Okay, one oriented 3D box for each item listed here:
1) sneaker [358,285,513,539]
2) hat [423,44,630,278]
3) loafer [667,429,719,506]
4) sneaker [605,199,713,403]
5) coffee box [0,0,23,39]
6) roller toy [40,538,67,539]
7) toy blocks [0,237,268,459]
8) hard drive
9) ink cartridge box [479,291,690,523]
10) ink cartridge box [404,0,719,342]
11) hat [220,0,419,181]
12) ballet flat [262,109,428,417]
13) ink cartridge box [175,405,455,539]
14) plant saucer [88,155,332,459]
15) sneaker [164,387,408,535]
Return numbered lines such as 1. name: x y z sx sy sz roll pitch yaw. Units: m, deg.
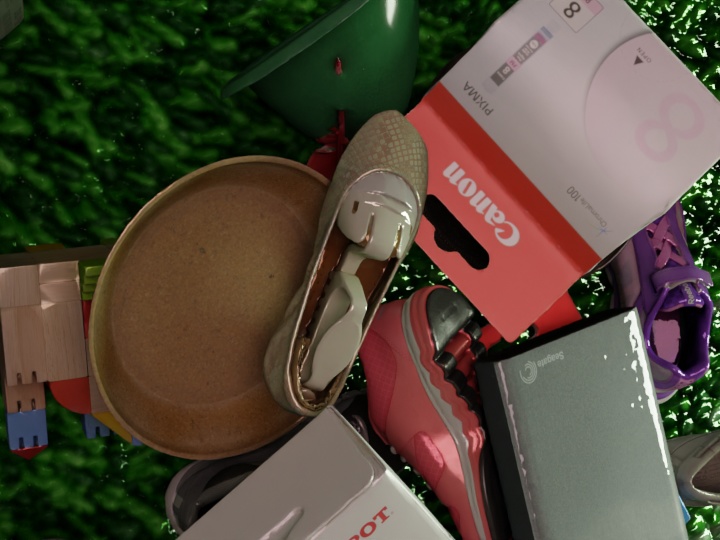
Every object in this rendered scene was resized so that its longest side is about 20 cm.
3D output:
1. sneaker: 0.052 0.106 0.797 0.074 0.087 0.201 -35 110 -53
2. hat: 0.126 -0.095 0.834 0.200 0.081 0.201 0 75 1
3. loafer: 0.318 0.141 0.908 0.199 0.070 0.070 -13 92 -14
4. sneaker: 0.220 0.001 0.878 0.080 0.088 0.201 -5 88 -11
5. coffee box: -0.339 -0.175 0.691 0.198 0.200 0.200 -44 100 -10
6. roller toy: -0.220 0.262 0.717 0.182 0.200 0.140 -31 98 -45
7. toy blocks: -0.160 0.054 0.791 0.199 0.100 0.137 -7 102 -21
8. hard drive: 0.152 0.137 0.793 0.139 0.033 0.201 -17 95 -37
9. ink cartridge box: 0.136 0.121 0.866 0.116 0.067 0.200 -29 96 -13
10. ink cartridge box: 0.120 -0.079 0.768 0.200 0.057 0.163 -42 88 -13
11. hat: 0.016 -0.092 0.806 0.166 0.200 0.176 -43 104 -35
12. ballet flat: 0.000 0.000 0.740 0.067 0.062 0.201 19 97 -22
13. ink cartridge box: -0.005 0.203 0.730 0.145 0.084 0.200 -41 124 -5
14. plant saucer: -0.084 0.021 0.757 0.200 0.035 0.201 -14 116 -31
15. sneaker: -0.030 0.140 0.801 0.199 0.115 0.075 -23 94 -13
